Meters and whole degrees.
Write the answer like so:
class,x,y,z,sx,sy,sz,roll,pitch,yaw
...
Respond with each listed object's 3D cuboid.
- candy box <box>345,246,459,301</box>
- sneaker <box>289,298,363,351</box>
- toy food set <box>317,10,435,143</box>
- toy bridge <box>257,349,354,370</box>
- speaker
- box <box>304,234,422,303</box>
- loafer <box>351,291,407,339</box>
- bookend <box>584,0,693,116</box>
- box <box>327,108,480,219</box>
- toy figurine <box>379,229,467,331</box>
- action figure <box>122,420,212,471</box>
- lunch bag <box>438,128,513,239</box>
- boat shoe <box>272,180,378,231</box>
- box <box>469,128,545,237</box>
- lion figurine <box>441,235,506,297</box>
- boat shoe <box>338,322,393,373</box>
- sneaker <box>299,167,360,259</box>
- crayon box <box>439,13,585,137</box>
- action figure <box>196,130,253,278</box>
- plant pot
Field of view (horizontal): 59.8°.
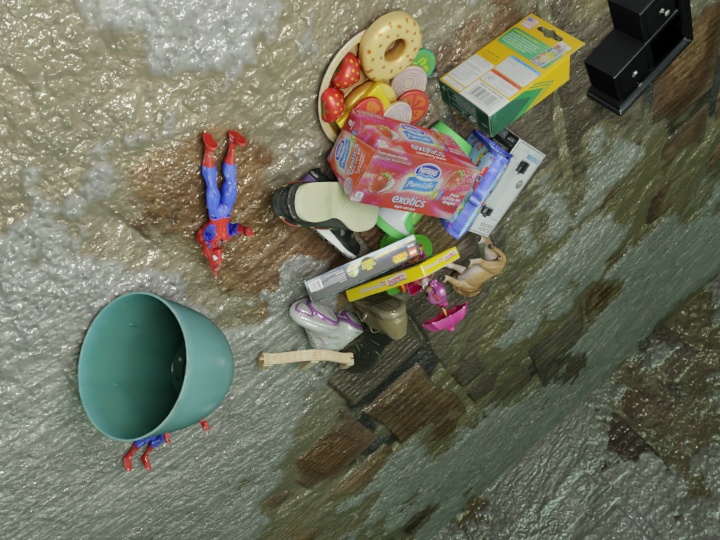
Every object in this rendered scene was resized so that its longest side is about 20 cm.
class,x,y,z,sx,sy,sz,roll,pitch,yaw
candy box,0.070,0.008,1.098,0.102,0.027,0.199,-23,-179,-42
sneaker,-0.074,0.116,1.192,0.100,0.075,0.199,-47,144,12
toy food set,0.027,-0.263,0.921,0.200,0.049,0.198,-45,145,2
toy bridge,-0.100,0.170,1.202,0.197,0.028,0.067,4,157,-29
speaker,0.102,-0.152,1.077,0.201,0.089,0.088,-53,143,14
box,0.000,0.000,1.079,0.198,0.040,0.137,-24,180,-5
loafer,0.030,0.077,1.160,0.075,0.200,0.069,-15,105,-13
bookend,0.508,-0.436,1.169,0.199,0.092,0.200,-47,144,6
box,0.064,-0.154,0.925,0.198,0.100,0.096,6,130,-35
toy figurine,0.129,0.027,1.202,0.149,0.184,0.201,-33,143,-13
action figure,-0.337,0.293,1.107,0.065,0.099,0.201,16,113,-52
lunch bag,0.192,-0.145,1.077,0.152,0.093,0.200,-58,-177,20
boat shoe,-0.045,-0.097,0.928,0.200,0.062,0.075,-1,94,-52
box,0.261,-0.171,1.232,0.116,0.060,0.201,12,118,-49
lion figurine,0.254,0.000,1.345,0.121,0.074,0.199,20,152,-25
boat shoe,0.025,0.141,1.309,0.200,0.075,0.074,-48,-168,38
sneaker,-0.038,-0.090,1.019,0.088,0.076,0.200,-49,144,0
crayon box,0.243,-0.316,1.007,0.199,0.126,0.052,-37,145,-8
action figure,-0.184,-0.076,0.861,0.065,0.099,0.202,-14,138,-32
plant pot,-0.283,0.143,0.927,0.201,0.201,0.161,-48,156,9
